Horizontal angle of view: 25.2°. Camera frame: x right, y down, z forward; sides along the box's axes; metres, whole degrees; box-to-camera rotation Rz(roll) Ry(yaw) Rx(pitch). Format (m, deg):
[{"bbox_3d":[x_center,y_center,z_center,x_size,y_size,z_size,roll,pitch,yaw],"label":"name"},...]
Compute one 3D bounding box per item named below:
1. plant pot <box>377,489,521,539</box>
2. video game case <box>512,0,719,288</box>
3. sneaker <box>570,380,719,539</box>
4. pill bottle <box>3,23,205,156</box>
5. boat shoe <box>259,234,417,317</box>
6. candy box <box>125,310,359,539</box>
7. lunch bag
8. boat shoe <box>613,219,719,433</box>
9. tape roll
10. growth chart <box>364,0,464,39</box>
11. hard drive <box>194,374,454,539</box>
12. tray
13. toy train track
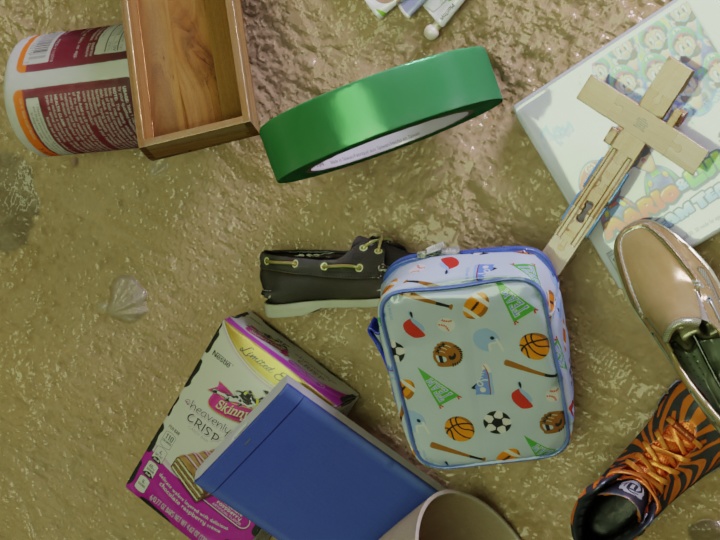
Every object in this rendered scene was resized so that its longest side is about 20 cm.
[{"bbox_3d":[0.038,0.318,1.400,0.200,0.187,0.188,-34,84,30],"label":"plant pot"},{"bbox_3d":[0.253,-0.111,1.335,0.200,0.024,0.182,-32,84,22],"label":"video game case"},{"bbox_3d":[0.248,0.163,1.325,0.078,0.112,0.200,38,108,12],"label":"sneaker"},{"bbox_3d":[-0.211,-0.167,1.463,0.199,0.114,0.115,-3,96,22],"label":"pill bottle"},{"bbox_3d":[0.000,0.000,1.424,0.201,0.072,0.061,-8,98,25],"label":"boat shoe"},{"bbox_3d":[-0.111,0.158,1.494,0.136,0.061,0.200,36,108,14],"label":"candy box"},{"bbox_3d":[0.094,0.070,1.355,0.160,0.076,0.201,-6,119,13],"label":"lunch bag"},{"bbox_3d":[0.261,0.042,1.282,0.072,0.076,0.200,-38,70,18],"label":"boat shoe"},{"bbox_3d":[0.017,-0.127,1.332,0.200,0.200,0.048,-21,88,23],"label":"tape roll"},{"bbox_3d":[0.026,-0.295,1.406,0.200,0.018,0.145,40,110,13],"label":"growth chart"},{"bbox_3d":[-0.029,0.196,1.435,0.200,0.025,0.132,37,111,-17],"label":"hard drive"},{"bbox_3d":[-0.149,-0.200,1.372,0.098,0.037,0.201,-12,72,9],"label":"tray"},{"bbox_3d":[0.211,-0.084,1.325,0.115,0.033,0.200,36,106,15],"label":"toy train track"}]
